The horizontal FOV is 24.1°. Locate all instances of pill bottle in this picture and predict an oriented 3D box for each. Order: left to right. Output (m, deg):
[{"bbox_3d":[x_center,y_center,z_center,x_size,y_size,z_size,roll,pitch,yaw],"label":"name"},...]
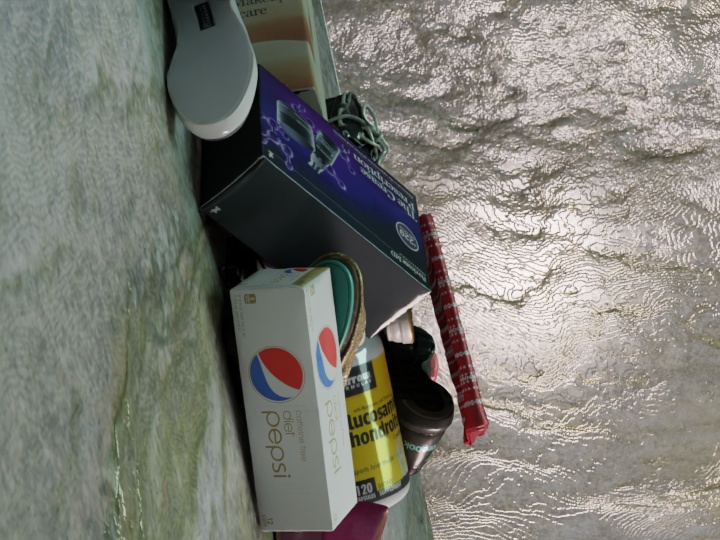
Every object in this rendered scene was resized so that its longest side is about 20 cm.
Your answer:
[{"bbox_3d":[-0.027,0.114,1.501,0.112,0.112,0.200,-79,158,-80],"label":"pill bottle"}]

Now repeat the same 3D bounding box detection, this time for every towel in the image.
[{"bbox_3d":[0.081,0.057,1.533,0.145,0.022,0.200,80,-4,-80],"label":"towel"}]

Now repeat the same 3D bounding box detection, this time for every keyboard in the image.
[{"bbox_3d":[-0.088,0.027,1.410,0.200,0.040,0.104,-95,174,-64],"label":"keyboard"}]

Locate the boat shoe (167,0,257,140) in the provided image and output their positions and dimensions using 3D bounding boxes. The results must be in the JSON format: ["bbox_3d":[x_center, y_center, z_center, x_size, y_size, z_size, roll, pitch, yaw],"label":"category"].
[{"bbox_3d":[-0.117,-0.163,1.342,0.070,0.071,0.200,71,2,-46],"label":"boat shoe"}]

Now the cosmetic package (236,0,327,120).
[{"bbox_3d":[-0.092,-0.209,1.551,0.087,0.103,0.200,75,4,-55],"label":"cosmetic package"}]

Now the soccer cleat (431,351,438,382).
[{"bbox_3d":[0.010,0.159,1.693,0.200,0.067,0.076,-58,180,-17],"label":"soccer cleat"}]

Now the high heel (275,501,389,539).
[{"bbox_3d":[-0.008,0.293,1.391,0.067,0.096,0.200,37,42,-84],"label":"high heel"}]

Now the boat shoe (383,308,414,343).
[{"bbox_3d":[0.000,0.000,1.558,0.200,0.069,0.071,-112,-166,-49],"label":"boat shoe"}]

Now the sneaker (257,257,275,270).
[{"bbox_3d":[-0.071,-0.099,1.583,0.088,0.076,0.200,102,-17,-55],"label":"sneaker"}]

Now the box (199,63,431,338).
[{"bbox_3d":[-0.038,-0.057,1.419,0.200,0.079,0.141,38,29,-30],"label":"box"}]

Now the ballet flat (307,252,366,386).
[{"bbox_3d":[-0.033,0.072,1.393,0.065,0.070,0.200,-14,131,-55],"label":"ballet flat"}]

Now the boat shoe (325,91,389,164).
[{"bbox_3d":[-0.009,-0.117,1.594,0.199,0.068,0.074,-105,168,-68],"label":"boat shoe"}]

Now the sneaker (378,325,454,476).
[{"bbox_3d":[0.035,0.115,1.605,0.200,0.075,0.079,-104,-156,-61],"label":"sneaker"}]

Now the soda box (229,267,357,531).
[{"bbox_3d":[-0.051,0.101,1.330,0.068,0.064,0.200,-38,123,-68],"label":"soda box"}]
